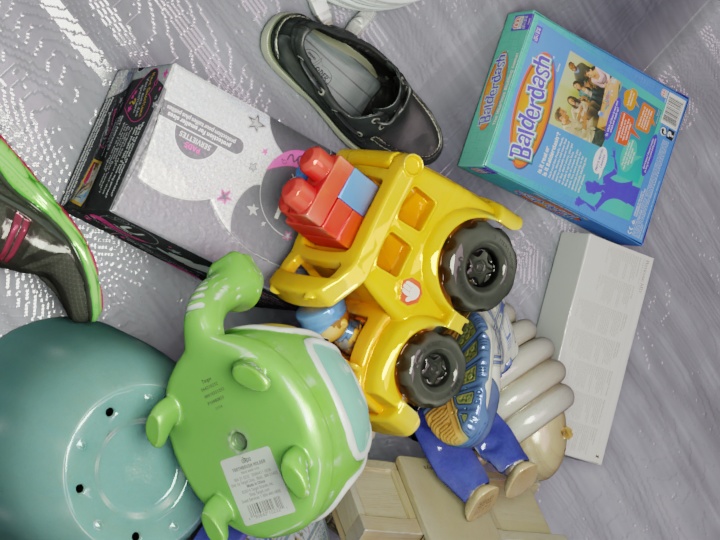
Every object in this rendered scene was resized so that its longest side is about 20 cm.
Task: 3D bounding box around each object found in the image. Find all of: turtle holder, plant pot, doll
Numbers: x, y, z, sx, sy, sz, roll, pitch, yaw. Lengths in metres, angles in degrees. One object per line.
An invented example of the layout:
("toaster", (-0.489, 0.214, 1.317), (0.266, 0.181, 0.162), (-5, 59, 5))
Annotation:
("turtle holder", (-0.072, 0.096, 1.310), (0.185, 0.141, 0.132), (44, 34, 16))
("plant pot", (-0.197, 0.140, 1.387), (0.200, 0.161, 0.202), (-1, 93, -31))
("doll", (0.056, 0.111, 1.502), (0.136, 0.200, 0.049), (-26, 150, -21))

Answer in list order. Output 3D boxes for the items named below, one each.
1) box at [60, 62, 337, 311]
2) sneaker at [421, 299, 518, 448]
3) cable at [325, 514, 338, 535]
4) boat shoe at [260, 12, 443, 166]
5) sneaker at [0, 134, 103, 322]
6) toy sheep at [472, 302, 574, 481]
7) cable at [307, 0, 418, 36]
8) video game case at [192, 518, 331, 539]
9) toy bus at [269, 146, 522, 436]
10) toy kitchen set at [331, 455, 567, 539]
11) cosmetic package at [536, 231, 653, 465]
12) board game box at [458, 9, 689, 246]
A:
("box", (-0.113, -0.065, 1.453), (0.199, 0.115, 0.133), (28, 79, -29))
("sneaker", (0.097, 0.068, 1.457), (0.088, 0.075, 0.201), (37, 34, -32))
("cable", (-0.103, 0.175, 1.528), (0.097, 0.050, 0.200), (-37, 98, -6))
("boat shoe", (0.007, -0.152, 1.548), (0.199, 0.066, 0.075), (42, 72, -26))
("sneaker", (-0.271, -0.034, 1.395), (0.084, 0.077, 0.200), (-40, 109, -4))
("toy sheep", (0.111, 0.096, 1.592), (0.138, 0.138, 0.201), (-31, 85, -26))
("cable", (0.013, -0.322, 1.542), (0.200, 0.069, 0.201), (-41, 112, -23))
("video game case", (-0.073, 0.257, 1.419), (0.200, 0.045, 0.182), (-57, 138, -58))
("toy bus", (0.000, 0.000, 1.387), (0.192, 0.135, 0.201), (34, 77, -33))
("toy kitchen set", (0.056, 0.278, 1.502), (0.199, 0.164, 0.181), (9, 127, -29))
("cosmetic package", (0.204, 0.072, 1.688), (0.082, 0.051, 0.201), (19, 83, -28))
("board game box", (0.199, -0.129, 1.677), (0.199, 0.045, 0.153), (24, 81, -30))
